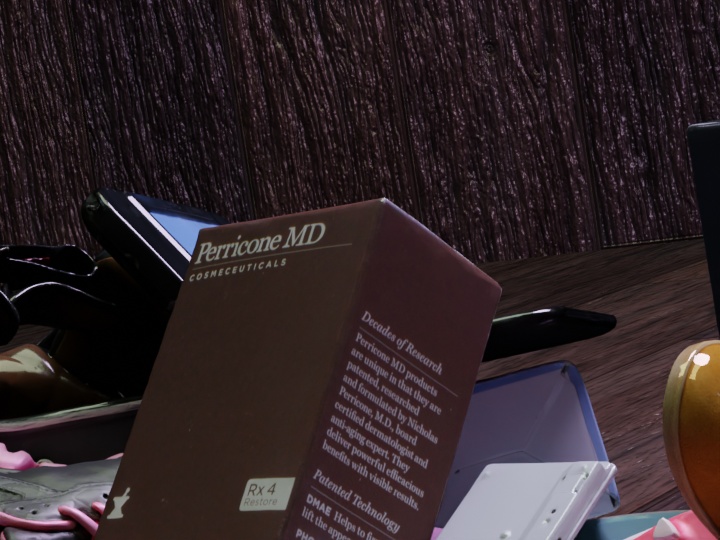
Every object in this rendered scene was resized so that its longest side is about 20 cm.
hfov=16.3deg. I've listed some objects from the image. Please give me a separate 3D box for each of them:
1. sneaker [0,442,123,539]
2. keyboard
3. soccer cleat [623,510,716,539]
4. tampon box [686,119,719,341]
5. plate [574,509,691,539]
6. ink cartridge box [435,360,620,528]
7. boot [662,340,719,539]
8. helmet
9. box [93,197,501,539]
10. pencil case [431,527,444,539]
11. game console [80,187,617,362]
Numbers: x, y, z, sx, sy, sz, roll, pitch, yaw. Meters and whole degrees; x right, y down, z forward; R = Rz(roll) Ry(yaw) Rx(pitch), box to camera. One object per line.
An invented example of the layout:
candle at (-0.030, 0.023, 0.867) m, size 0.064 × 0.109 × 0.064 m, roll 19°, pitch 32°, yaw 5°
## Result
sneaker at (-0.103, 0.103, 0.973) m, size 0.200 × 0.079 × 0.095 m, roll -6°, pitch 7°, yaw 7°
keyboard at (0.017, 0.128, 0.807) m, size 0.056 × 0.011 × 0.200 m, roll -12°, pitch 30°, yaw 44°
soccer cleat at (0.083, 0.135, 0.970) m, size 0.200 × 0.067 × 0.076 m, roll -16°, pitch -37°, yaw 25°
tampon box at (0.261, 0.016, 1.172) m, size 0.150 × 0.200 × 0.126 m, roll -13°, pitch 6°, yaw -34°
plate at (0.114, 0.132, 1.113) m, size 0.200 × 0.026 × 0.200 m, roll -10°, pitch 3°, yaw 1°
ink cartridge box at (0.039, 0.097, 1.220) m, size 0.136 × 0.076 × 0.200 m, roll -15°, pitch -5°, yaw -3°
boot at (0.206, 0.078, 0.839) m, size 0.144 × 0.071 × 0.201 m, roll -2°, pitch -27°, yaw 43°
helmet at (-0.134, 0.086, 1.121) m, size 0.200 × 0.191 × 0.200 m, roll -27°, pitch -27°, yaw -15°
box at (-0.030, 0.081, 0.878) m, size 0.100 × 0.200 × 0.075 m, roll -9°, pitch -36°, yaw 43°
pencil case at (0.085, 0.128, 0.844) m, size 0.200 × 0.088 × 0.087 m, roll -6°, pitch 5°, yaw 43°
game console at (0.000, 0.000, 1.084) m, size 0.116 × 0.176 × 0.200 m, roll -46°, pitch -11°, yaw 7°
